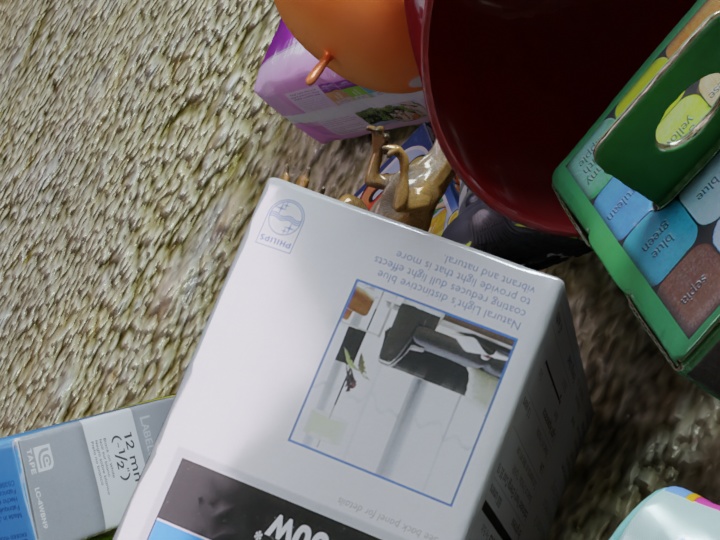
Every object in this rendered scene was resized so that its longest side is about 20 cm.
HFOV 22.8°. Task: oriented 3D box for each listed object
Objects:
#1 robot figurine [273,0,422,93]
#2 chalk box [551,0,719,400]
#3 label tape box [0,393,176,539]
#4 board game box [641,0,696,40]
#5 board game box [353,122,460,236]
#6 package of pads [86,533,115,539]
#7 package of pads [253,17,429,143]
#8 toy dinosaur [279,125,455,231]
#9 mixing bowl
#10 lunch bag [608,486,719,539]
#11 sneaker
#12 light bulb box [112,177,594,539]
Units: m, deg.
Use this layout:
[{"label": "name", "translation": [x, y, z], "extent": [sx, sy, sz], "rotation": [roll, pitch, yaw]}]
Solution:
[{"label": "robot figurine", "translation": [0.033, -0.172, 0.870], "extent": [0.201, 0.116, 0.144], "rotation": [-54, 49, 4]}, {"label": "chalk box", "translation": [0.158, -0.022, 0.619], "extent": [0.125, 0.199, 0.124], "rotation": [-48, 34, 16]}, {"label": "label tape box", "translation": [-0.172, 0.119, 0.996], "extent": [0.142, 0.199, 0.067], "rotation": [-16, 85, 30]}, {"label": "board game box", "translation": [0.172, -0.122, 0.753], "extent": [0.199, 0.056, 0.167], "rotation": [-34, 70, 34]}, {"label": "board game box", "translation": [-0.007, 0.033, 0.954], "extent": [0.200, 0.034, 0.136], "rotation": [-45, 35, 20]}, {"label": "package of pads", "translation": [-0.167, 0.225, 0.984], "extent": [0.199, 0.068, 0.156], "rotation": [-18, 50, 46]}, {"label": "package of pads", "translation": [0.035, -0.148, 1.011], "extent": [0.199, 0.075, 0.122], "rotation": [-7, 56, 52]}, {"label": "toy dinosaur", "translation": [0.000, 0.000, 0.844], "extent": [0.060, 0.106, 0.201], "rotation": [42, 108, 34]}, {"label": "mixing bowl", "translation": [0.092, -0.127, 0.679], "extent": [0.201, 0.199, 0.109], "rotation": [-51, 40, 12]}, {"label": "lunch bag", "translation": [0.107, 0.177, 0.569], "extent": [0.077, 0.160, 0.202], "rotation": [19, 78, 38]}, {"label": "sneaker", "translation": [0.065, -0.043, 0.784], "extent": [0.073, 0.082, 0.200], "rotation": [-21, 7, 14]}, {"label": "light bulb box", "translation": [0.000, 0.103, 0.712], "extent": [0.124, 0.198, 0.202], "rotation": [19, 76, 17]}]
